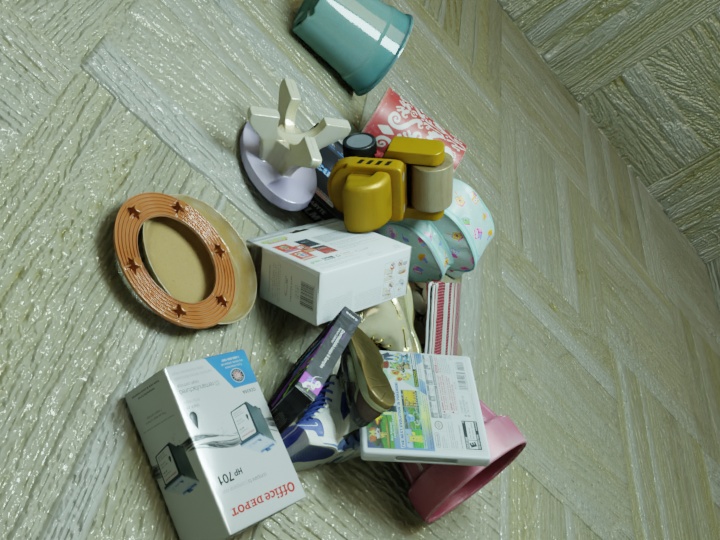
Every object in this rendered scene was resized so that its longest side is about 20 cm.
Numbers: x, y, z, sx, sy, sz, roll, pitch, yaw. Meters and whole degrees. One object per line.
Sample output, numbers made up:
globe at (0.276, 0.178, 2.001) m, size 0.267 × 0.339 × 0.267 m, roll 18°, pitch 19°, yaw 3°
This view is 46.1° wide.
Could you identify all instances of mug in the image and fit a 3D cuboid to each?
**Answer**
mug at (0.094, -0.242, 1.716) m, size 0.198 × 0.179 × 0.134 m, roll 31°, pitch 12°, yaw -6°

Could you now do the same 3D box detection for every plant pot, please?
plant pot at (-0.227, -0.012, 1.180) m, size 0.199 × 0.027 × 0.202 m, roll 35°, pitch 38°, yaw -32°
plant pot at (-0.025, -0.505, 1.759) m, size 0.195 × 0.200 × 0.202 m, roll 33°, pitch 38°, yaw -24°
plant pot at (0.128, 0.257, 1.314) m, size 0.180 × 0.200 × 0.199 m, roll 52°, pitch 27°, yaw 23°

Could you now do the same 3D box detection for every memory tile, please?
memory tile at (0.117, 0.087, 1.597) m, size 0.153 × 0.017 × 0.202 m, roll -15°, pitch 75°, yaw -58°

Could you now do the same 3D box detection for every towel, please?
towel at (0.143, 0.092, 1.490) m, size 0.200 × 0.022 × 0.147 m, roll 4°, pitch 88°, yaw -71°

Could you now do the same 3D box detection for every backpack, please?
backpack at (0.131, -0.072, 1.508) m, size 0.154 × 0.198 × 0.177 m, roll -54°, pitch 124°, yaw -36°

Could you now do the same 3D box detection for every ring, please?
ring at (-0.239, -0.018, 1.124) m, size 0.199 × 0.019 × 0.202 m, roll 35°, pitch 38°, yaw -33°

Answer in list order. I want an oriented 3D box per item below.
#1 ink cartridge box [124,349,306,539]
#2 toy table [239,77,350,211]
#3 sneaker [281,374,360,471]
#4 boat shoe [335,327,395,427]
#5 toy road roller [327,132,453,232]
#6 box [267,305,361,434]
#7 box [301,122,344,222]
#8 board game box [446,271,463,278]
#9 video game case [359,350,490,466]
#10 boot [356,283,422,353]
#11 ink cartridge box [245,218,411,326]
ink cartridge box at (-0.171, 0.211, 1.009) m, size 0.146 × 0.085 × 0.202 m, roll -8°, pitch 69°, yaw -57°
toy table at (-0.119, -0.211, 1.384) m, size 0.182 × 0.117 × 0.201 m, roll -9°, pitch 58°, yaw -39°
sneaker at (-0.058, 0.210, 1.190) m, size 0.199 × 0.080 × 0.116 m, roll 14°, pitch 48°, yaw -58°
boat shoe at (-0.005, 0.143, 1.195) m, size 0.073 × 0.065 × 0.201 m, roll 40°, pitch 13°, yaw -21°
toy road roller at (0.044, -0.128, 1.349) m, size 0.147 × 0.197 × 0.124 m, roll -69°, pitch 161°, yaw -50°
box at (-0.077, 0.147, 1.141) m, size 0.036 × 0.143 × 0.200 m, roll 40°, pitch 32°, yaw -3°
box at (-0.036, -0.141, 1.549) m, size 0.200 × 0.049 × 0.200 m, roll 41°, pitch 34°, yaw -26°
board game box at (0.160, -0.103, 1.779) m, size 0.147 × 0.064 × 0.202 m, roll 27°, pitch 41°, yaw -39°
video game case at (0.085, 0.195, 1.224) m, size 0.179 × 0.022 × 0.201 m, roll 5°, pitch 38°, yaw -7°
boot at (0.025, 0.116, 1.385) m, size 0.154 × 0.072 × 0.204 m, roll -6°, pitch 89°, yaw -42°
ink cartridge box at (-0.051, -0.005, 1.296) m, size 0.198 × 0.174 × 0.085 m, roll -16°, pitch 119°, yaw -43°
